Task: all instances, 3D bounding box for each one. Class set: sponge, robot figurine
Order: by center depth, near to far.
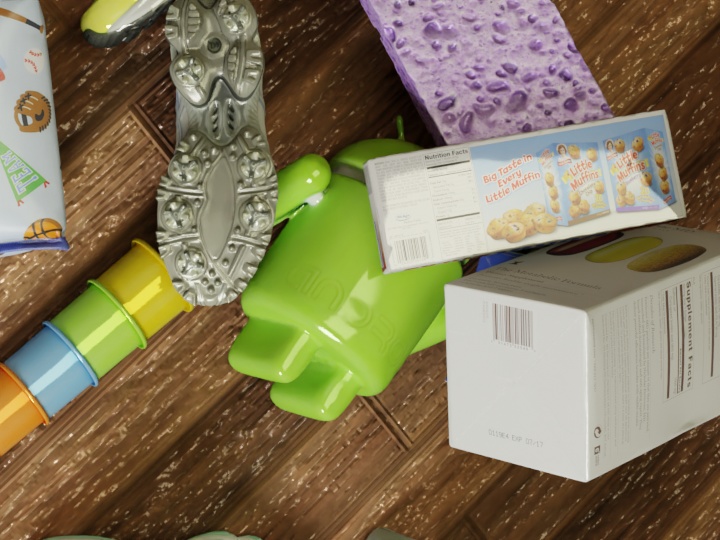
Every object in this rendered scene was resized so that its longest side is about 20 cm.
[{"bbox_3d":[0.083,-0.136,1.425,0.111,0.030,0.201,-28,89,-11],"label":"sponge"},{"bbox_3d":[0.000,0.000,1.446,0.175,0.115,0.201,42,72,-28],"label":"robot figurine"}]

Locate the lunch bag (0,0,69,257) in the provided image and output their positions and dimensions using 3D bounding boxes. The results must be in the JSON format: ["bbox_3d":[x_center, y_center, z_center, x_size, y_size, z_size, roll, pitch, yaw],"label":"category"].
[{"bbox_3d":[-0.283,-0.083,1.322,0.199,0.124,0.171,-6,94,-10],"label":"lunch bag"}]

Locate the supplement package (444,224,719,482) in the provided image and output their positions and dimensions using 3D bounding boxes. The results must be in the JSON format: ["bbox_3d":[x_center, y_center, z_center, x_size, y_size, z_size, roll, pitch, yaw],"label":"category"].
[{"bbox_3d":[0.158,0.045,1.407,0.199,0.113,0.110,-19,113,-46],"label":"supplement package"}]

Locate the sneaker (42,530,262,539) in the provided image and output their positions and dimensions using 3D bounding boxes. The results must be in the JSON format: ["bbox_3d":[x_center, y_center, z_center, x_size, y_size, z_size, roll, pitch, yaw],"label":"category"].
[{"bbox_3d":[-0.110,0.211,1.392,0.199,0.140,0.078,0,91,-23],"label":"sneaker"}]

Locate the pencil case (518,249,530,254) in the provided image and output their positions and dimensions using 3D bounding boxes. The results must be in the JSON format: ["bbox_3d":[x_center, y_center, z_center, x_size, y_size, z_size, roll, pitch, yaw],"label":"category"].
[{"bbox_3d":[0.092,-0.112,1.485,0.078,0.089,0.201,-29,90,-1],"label":"pencil case"}]

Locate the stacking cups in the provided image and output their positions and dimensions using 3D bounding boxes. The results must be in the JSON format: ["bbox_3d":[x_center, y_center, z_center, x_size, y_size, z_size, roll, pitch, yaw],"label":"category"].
[{"bbox_3d":[-0.199,0.062,1.393,0.200,0.060,0.061,-39,106,-17],"label":"stacking cups"}]

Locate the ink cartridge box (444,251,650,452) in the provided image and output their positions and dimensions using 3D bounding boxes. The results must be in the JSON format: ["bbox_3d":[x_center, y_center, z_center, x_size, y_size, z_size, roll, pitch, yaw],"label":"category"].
[{"bbox_3d":[0.144,0.057,1.512,0.200,0.044,0.095,24,81,-47],"label":"ink cartridge box"}]

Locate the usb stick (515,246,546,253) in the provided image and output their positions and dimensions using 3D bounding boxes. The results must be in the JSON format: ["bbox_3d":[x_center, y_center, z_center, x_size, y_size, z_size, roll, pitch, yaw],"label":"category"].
[{"bbox_3d":[0.123,-0.035,1.547,0.055,0.033,0.201,8,89,-22],"label":"usb stick"}]

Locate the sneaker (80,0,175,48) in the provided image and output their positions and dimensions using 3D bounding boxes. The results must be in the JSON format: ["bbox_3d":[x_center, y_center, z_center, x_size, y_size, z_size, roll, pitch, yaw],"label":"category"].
[{"bbox_3d":[-0.130,-0.232,1.413,0.090,0.078,0.201,36,73,-11],"label":"sneaker"}]

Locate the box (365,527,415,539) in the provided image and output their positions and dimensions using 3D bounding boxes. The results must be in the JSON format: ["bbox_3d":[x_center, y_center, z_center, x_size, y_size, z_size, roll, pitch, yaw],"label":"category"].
[{"bbox_3d":[0.052,0.314,1.451,0.200,0.171,0.199,43,76,-19],"label":"box"}]

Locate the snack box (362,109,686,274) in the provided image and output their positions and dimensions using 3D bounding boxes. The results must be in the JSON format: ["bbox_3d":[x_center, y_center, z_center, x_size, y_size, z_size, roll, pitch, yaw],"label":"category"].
[{"bbox_3d":[0.104,-0.050,1.393,0.199,0.024,0.072,-10,86,-11],"label":"snack box"}]

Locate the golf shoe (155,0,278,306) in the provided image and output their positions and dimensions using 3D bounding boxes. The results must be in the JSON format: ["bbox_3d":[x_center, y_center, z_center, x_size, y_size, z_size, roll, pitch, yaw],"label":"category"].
[{"bbox_3d":[-0.088,-0.075,1.414,0.078,0.097,0.201,3,85,1],"label":"golf shoe"}]
